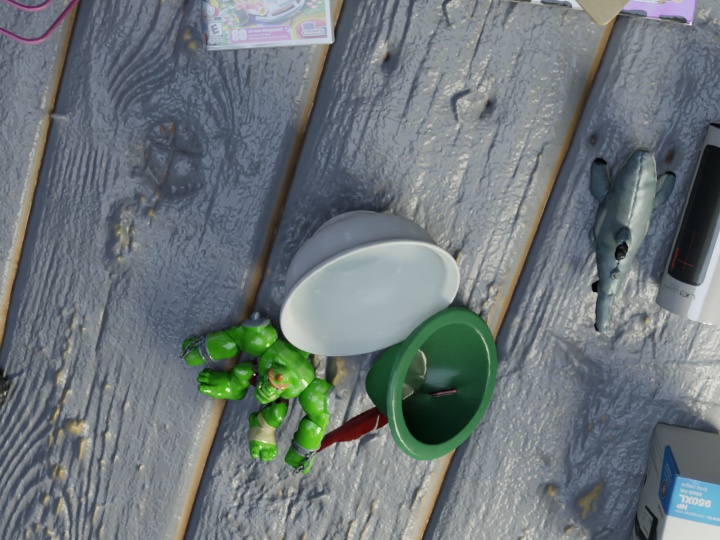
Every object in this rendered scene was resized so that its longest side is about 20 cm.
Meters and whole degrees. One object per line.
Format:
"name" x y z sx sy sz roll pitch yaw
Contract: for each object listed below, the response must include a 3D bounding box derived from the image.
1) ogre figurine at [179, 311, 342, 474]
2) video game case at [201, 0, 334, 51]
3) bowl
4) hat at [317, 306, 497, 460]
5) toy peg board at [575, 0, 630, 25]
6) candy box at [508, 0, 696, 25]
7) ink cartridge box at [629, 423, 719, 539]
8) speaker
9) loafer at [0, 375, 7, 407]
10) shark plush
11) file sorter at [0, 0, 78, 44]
"ogre figurine" -0.106 0.129 1.225 0.120 0.098 0.201 -45 71 30
"video game case" -0.104 -0.340 1.140 0.141 0.018 0.203 -2 104 7
"bowl" 0.000 0.000 1.158 0.199 0.201 0.091 -27 56 12
"hat" 0.031 0.119 1.235 0.199 0.175 0.167 -38 122 -29
"toy peg board" 0.232 -0.366 0.982 0.199 0.098 0.200 -43 97 14
"candy box" 0.243 -0.345 1.073 0.197 0.072 0.170 9 105 3
"ink cartridge box" 0.354 0.294 1.186 0.083 0.145 0.203 10 105 5
"speaker" 0.377 -0.047 1.131 0.080 0.081 0.202 14 106 2
"loafer" -0.514 0.111 1.272 0.199 0.072 0.073 31 105 -3
"shark plush" 0.267 -0.036 1.143 0.090 0.083 0.202 22 106 0
"file sorter" -0.343 -0.347 1.060 0.138 0.126 0.201 24 145 0
